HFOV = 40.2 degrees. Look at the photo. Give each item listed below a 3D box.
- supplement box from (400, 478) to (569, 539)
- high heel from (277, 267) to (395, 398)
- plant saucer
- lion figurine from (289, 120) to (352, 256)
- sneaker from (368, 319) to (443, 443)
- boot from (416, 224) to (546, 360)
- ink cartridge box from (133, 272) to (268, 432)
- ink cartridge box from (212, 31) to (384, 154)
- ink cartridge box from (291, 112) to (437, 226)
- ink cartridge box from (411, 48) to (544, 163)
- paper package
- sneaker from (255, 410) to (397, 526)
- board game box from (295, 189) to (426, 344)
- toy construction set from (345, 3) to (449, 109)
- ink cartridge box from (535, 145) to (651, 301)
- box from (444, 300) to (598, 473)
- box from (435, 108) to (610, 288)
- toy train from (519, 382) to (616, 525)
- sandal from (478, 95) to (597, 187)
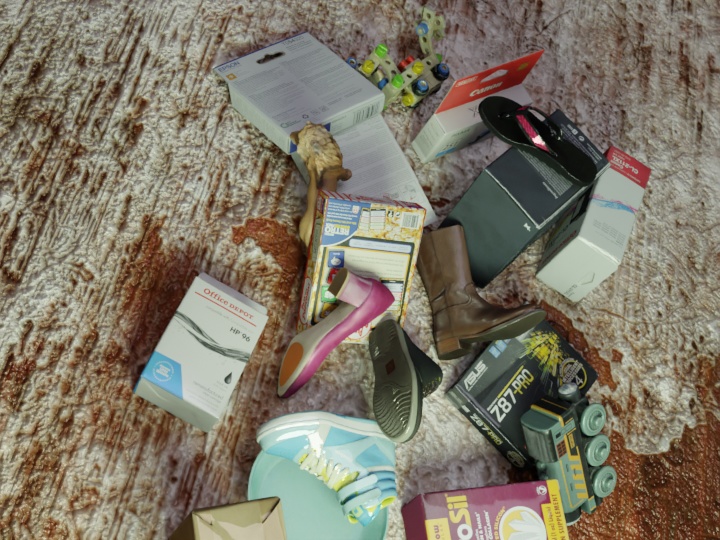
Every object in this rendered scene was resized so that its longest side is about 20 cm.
[{"bbox_3d":[0.166,0.355,1.287,0.196,0.104,0.133,-3,67,-15],"label":"supplement box"},{"bbox_3d":[-0.034,0.097,1.334,0.095,0.067,0.203,27,93,-32],"label":"high heel"},{"bbox_3d":[-0.057,0.302,1.260,0.196,0.036,0.203,15,54,-21],"label":"plant saucer"},{"bbox_3d":[-0.058,-0.101,1.388,0.071,0.122,0.205,-2,83,14],"label":"lion figurine"},{"bbox_3d":[0.074,0.160,1.314,0.106,0.074,0.202,37,29,-30],"label":"sneaker"},{"bbox_3d":[0.165,0.008,1.439,0.064,0.184,0.204,26,47,-55],"label":"boot"},{"bbox_3d":[-0.200,0.093,1.296,0.115,0.068,0.202,29,58,-7],"label":"ink cartridge box"},{"bbox_3d":[-0.096,-0.278,1.524,0.195,0.044,0.200,-29,55,-31],"label":"ink cartridge box"},{"bbox_3d":[0.007,-0.131,1.509,0.158,0.047,0.203,-23,79,-30],"label":"ink cartridge box"},{"bbox_3d":[0.196,-0.260,1.570,0.198,0.176,0.045,-24,76,-30],"label":"ink cartridge box"},{"bbox_3d":[-0.145,0.370,1.106,0.101,0.200,0.194,-4,67,-22],"label":"paper package"},{"bbox_3d":[-0.034,0.252,1.232,0.196,0.080,0.133,9,54,-25],"label":"sneaker"},{"bbox_3d":[0.000,0.000,1.369,0.148,0.046,0.204,6,104,-20],"label":"board game box"},{"bbox_3d":[0.074,-0.342,1.618,0.131,0.092,0.200,46,68,5],"label":"toy construction set"},{"bbox_3d":[0.372,-0.074,1.570,0.082,0.146,0.202,30,57,-4],"label":"ink cartridge box"},{"bbox_3d":[0.241,0.169,1.454,0.161,0.049,0.200,44,59,4],"label":"box"},{"bbox_3d":[0.243,-0.107,1.501,0.124,0.200,0.196,46,57,7],"label":"box"},{"bbox_3d":[0.289,0.259,1.373,0.113,0.085,0.203,-28,116,-26],"label":"toy train"},{"bbox_3d":[0.260,-0.196,1.408,0.198,0.045,0.076,33,56,1],"label":"sandal"}]
